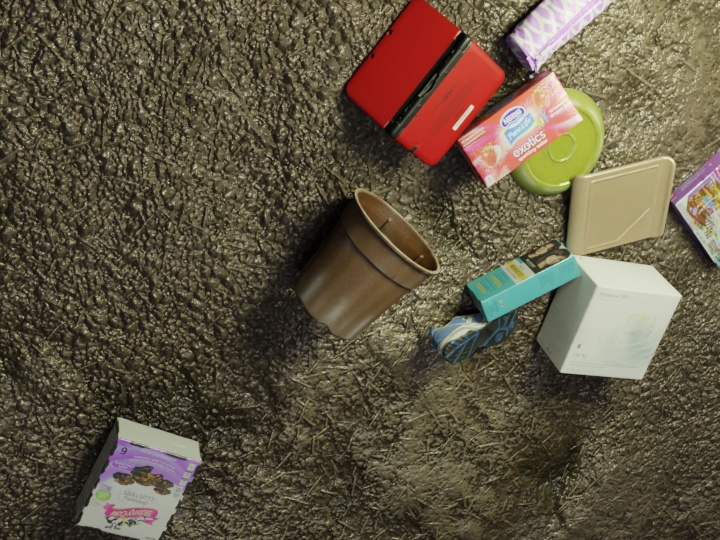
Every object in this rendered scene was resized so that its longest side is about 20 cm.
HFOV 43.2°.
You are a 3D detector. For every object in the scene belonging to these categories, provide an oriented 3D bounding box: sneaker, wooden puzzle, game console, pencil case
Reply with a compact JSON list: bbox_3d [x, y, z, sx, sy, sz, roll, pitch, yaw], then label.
[{"bbox_3d":[0.220,0.108,1.750,0.198,0.077,0.077,-17,124,-30],"label":"sneaker"},{"bbox_3d":[0.489,-0.124,1.729,0.197,0.037,0.187,-11,129,-7],"label":"wooden puzzle"},{"bbox_3d":[0.107,-0.309,1.508,0.172,0.119,0.201,31,104,-39],"label":"game console"},{"bbox_3d":[0.334,-0.420,1.522,0.200,0.086,0.084,-44,118,6],"label":"pencil case"}]

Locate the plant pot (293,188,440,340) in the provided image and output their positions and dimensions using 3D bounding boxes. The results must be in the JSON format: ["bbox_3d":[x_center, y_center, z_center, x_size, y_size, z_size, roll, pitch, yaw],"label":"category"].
[{"bbox_3d":[0.000,0.000,1.569,0.199,0.201,0.198,35,108,-28],"label":"plant pot"}]

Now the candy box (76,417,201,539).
[{"bbox_3d":[-0.413,0.394,1.693,0.166,0.072,0.202,22,106,-25],"label":"candy box"}]

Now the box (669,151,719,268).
[{"bbox_3d":[0.710,-0.118,1.807,0.137,0.039,0.200,-41,119,6],"label":"box"}]

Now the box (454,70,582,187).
[{"bbox_3d":[0.265,-0.243,1.560,0.199,0.096,0.100,-35,100,6],"label":"box"}]

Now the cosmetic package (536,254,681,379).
[{"bbox_3d":[0.484,0.093,1.783,0.196,0.123,0.202,6,117,-20],"label":"cosmetic package"}]

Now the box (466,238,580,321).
[{"bbox_3d":[0.307,0.017,1.725,0.198,0.082,0.050,-27,119,-3],"label":"box"}]

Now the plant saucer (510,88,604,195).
[{"bbox_3d":[0.361,-0.227,1.654,0.197,0.031,0.203,-7,117,-14],"label":"plant saucer"}]
